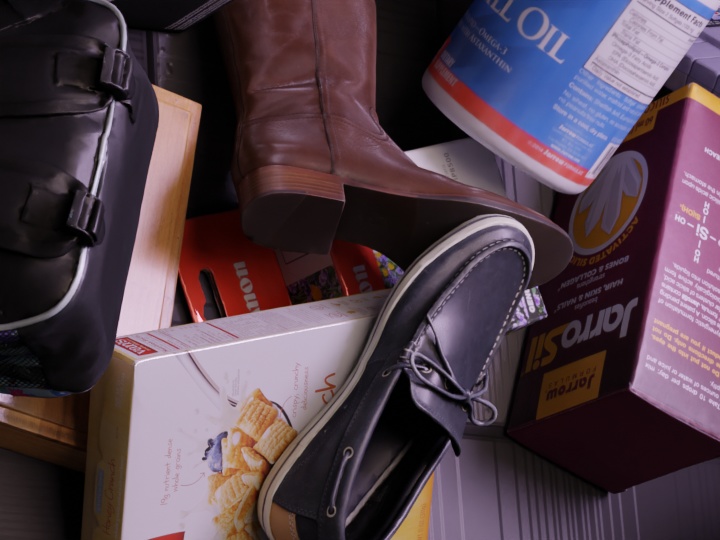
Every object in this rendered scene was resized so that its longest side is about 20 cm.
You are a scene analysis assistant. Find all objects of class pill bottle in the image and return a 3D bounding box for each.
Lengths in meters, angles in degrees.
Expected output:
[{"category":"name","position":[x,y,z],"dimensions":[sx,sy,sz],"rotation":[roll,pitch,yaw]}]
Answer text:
[{"category":"pill bottle","position":[0.131,-0.151,1.421],"dimensions":[0.112,0.112,0.200],"rotation":[29,103,-27]}]

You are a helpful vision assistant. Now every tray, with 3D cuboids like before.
[{"category":"tray","position":[-0.139,-0.005,1.297],"dimensions":[0.099,0.037,0.200],"rotation":[21,64,-31]}]

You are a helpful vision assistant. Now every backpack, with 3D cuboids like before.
[{"category":"backpack","position":[-0.198,-0.035,1.176],"dimensions":[0.200,0.151,0.178],"rotation":[5,65,5]}]

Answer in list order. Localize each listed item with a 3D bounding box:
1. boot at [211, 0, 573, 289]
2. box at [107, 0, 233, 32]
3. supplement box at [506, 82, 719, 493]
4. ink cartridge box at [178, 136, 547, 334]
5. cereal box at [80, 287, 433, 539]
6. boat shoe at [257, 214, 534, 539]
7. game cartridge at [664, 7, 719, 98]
[{"category":"boot","position":[0.012,-0.085,1.375],"dimensions":[0.186,0.064,0.200],"rotation":[13,40,-21]},{"category":"box","position":[-0.145,-0.214,1.308],"dimensions":[0.200,0.124,0.149],"rotation":[3,72,-38]},{"category":"supplement box","position":[0.164,0.011,1.477],"dimensions":[0.086,0.110,0.200],"rotation":[29,58,-26]},{"category":"ink cartridge box","position":[0.000,0.000,1.392],"dimensions":[0.200,0.050,0.109],"rotation":[-14,83,-41]},{"category":"cereal box","position":[-0.046,0.091,1.291],"dimensions":[0.200,0.040,0.144],"rotation":[-11,113,-40]},{"category":"boat shoe","position":[0.029,0.061,1.277],"dimensions":[0.200,0.062,0.075],"rotation":[-53,132,-14]},{"category":"game cartridge","position":[0.251,-0.134,1.596],"dimensions":[0.200,0.038,0.130],"rotation":[-9,37,-40]}]
